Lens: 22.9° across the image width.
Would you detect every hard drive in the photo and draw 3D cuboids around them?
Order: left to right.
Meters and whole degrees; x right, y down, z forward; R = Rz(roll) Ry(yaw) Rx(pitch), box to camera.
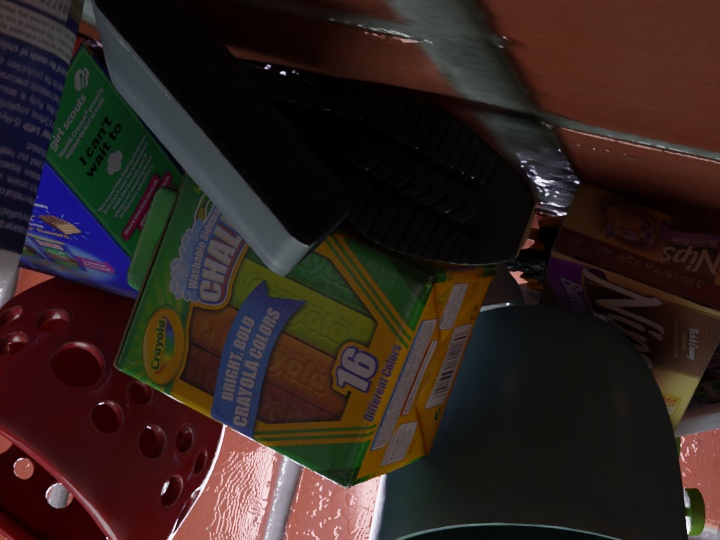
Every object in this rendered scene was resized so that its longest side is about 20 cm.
[{"bbox_3d":[-0.065,-0.064,0.815,0.140,0.033,0.200,50,173,-1],"label":"hard drive"}]

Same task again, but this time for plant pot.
[{"bbox_3d":[-0.183,0.090,1.223,0.199,0.183,0.201,28,151,17],"label":"plant pot"},{"bbox_3d":[0.107,0.120,1.105,0.199,0.162,0.201,4,150,2],"label":"plant pot"}]

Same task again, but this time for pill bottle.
[{"bbox_3d":[-0.202,-0.050,0.790,0.119,0.202,0.120,13,177,1],"label":"pill bottle"}]

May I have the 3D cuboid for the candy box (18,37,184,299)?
[{"bbox_3d":[-0.206,-0.069,1.105,0.168,0.077,0.200,14,158,30],"label":"candy box"}]

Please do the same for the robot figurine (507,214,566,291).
[{"bbox_3d":[0.198,0.000,1.262,0.144,0.059,0.199,17,175,-38],"label":"robot figurine"}]

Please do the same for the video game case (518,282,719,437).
[{"bbox_3d":[0.209,0.060,1.326,0.199,0.023,0.182,-7,-144,-29],"label":"video game case"}]

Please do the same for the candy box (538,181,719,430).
[{"bbox_3d":[0.175,0.029,1.152,0.116,0.057,0.200,22,157,9],"label":"candy box"}]

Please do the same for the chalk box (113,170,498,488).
[{"bbox_3d":[-0.047,0.017,0.991,0.199,0.125,0.124,24,-169,19],"label":"chalk box"}]

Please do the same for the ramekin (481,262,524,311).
[{"bbox_3d":[0.000,0.000,1.165,0.199,0.099,0.200,-14,174,-2],"label":"ramekin"}]

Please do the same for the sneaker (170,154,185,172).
[{"bbox_3d":[-0.202,-0.086,1.250,0.198,0.081,0.075,13,-179,15],"label":"sneaker"}]

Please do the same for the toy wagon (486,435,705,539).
[{"bbox_3d":[0.152,0.134,1.262,0.154,0.040,0.201,1,-143,-7],"label":"toy wagon"}]

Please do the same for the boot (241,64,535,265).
[{"bbox_3d":[0.021,-0.058,0.976,0.199,0.078,0.138,27,-173,23],"label":"boot"}]
